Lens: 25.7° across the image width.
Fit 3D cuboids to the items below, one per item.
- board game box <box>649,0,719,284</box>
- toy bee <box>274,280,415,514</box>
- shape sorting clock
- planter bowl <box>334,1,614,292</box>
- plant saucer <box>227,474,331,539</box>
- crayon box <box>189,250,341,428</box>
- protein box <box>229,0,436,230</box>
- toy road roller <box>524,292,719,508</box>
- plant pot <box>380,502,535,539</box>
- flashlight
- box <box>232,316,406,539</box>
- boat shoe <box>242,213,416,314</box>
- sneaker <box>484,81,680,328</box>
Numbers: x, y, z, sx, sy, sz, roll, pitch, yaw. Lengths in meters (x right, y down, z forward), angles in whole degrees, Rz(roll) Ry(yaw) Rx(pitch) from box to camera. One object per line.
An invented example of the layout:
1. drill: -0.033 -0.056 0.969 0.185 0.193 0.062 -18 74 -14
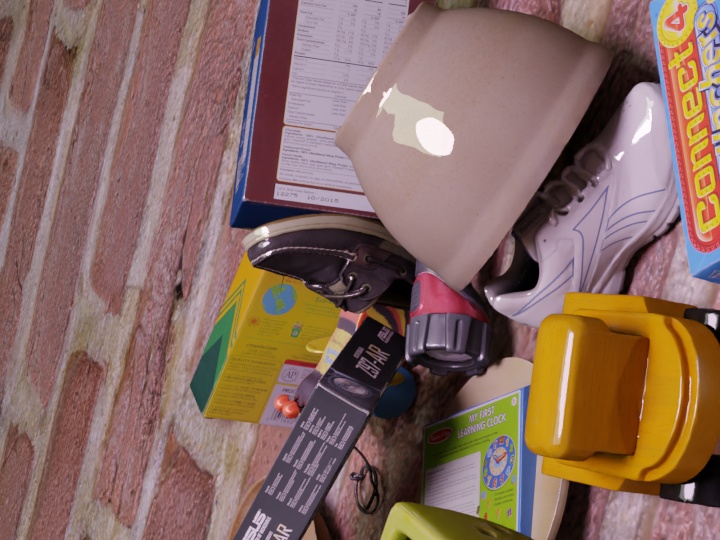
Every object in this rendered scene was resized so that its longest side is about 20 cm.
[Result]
1. board game box: 0.264 -0.117 0.922 0.196 0.056 0.200 -37 49 51
2. toy bee: -0.010 0.096 1.304 0.131 0.109 0.200 -15 68 57
3. shape sorting clock: 0.095 0.161 1.158 0.200 0.039 0.200 -39 44 52
4. planter bowl: 0.066 -0.104 1.107 0.200 0.135 0.200 -58 0 1
5. plant saucer: -0.070 0.285 1.428 0.200 0.035 0.200 -29 56 56
6. crayon box: -0.056 0.044 1.385 0.200 0.127 0.051 -65 32 24
7. protein box: -0.027 -0.135 1.318 0.199 0.135 0.200 148 129 -81
8. toy road roller: 0.150 0.073 0.973 0.200 0.146 0.123 2 83 62
9. plant pot: 0.109 0.273 0.947 0.199 0.181 0.200 37 113 58
10. flashlight: 0.076 -0.021 1.219 0.068 0.068 0.200 -2 66 25
11. box: -0.037 0.148 1.191 0.200 0.044 0.160 -62 -4 21
12. boat shoe: 0.000 0.000 1.226 0.072 0.201 0.066 -25 66 45
13. sneaker: 0.154 -0.037 1.066 0.200 0.087 0.075 -66 30 22
